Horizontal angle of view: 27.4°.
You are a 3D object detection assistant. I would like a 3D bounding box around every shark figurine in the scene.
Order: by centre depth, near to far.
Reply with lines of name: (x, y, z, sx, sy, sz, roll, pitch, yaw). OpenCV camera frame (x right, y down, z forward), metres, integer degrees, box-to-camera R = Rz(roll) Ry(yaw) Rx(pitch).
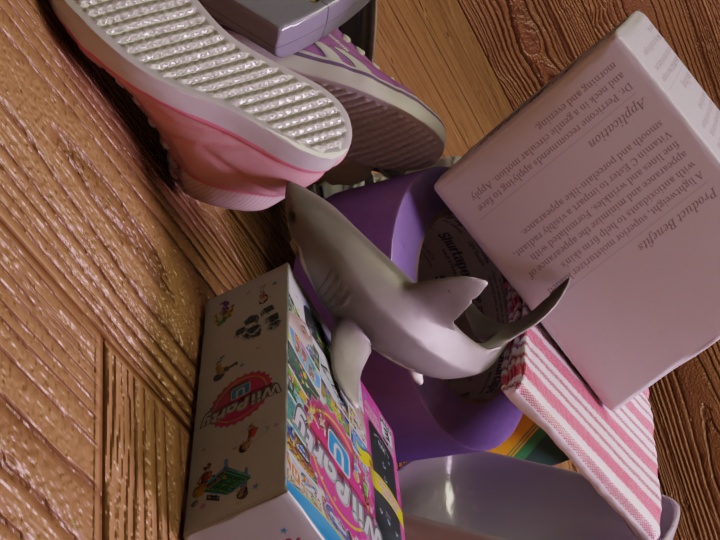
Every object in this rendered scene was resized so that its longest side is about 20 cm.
shark figurine: (0.053, 0.025, 0.887, 0.213, 0.089, 0.129, 24, 44, -39)

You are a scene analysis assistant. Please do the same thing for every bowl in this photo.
bowl: (0.113, 0.191, 1.026, 0.200, 0.197, 0.076, -18, 118, -68)

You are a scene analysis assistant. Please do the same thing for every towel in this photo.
towel: (0.149, 0.086, 1.013, 0.146, 0.030, 0.200, 46, 22, -13)

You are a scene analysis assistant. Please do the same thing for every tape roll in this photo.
tape roll: (0.041, 0.033, 1.056, 0.199, 0.084, 0.203, 27, 57, -51)

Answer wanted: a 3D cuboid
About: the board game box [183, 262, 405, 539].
board game box: (-0.031, 0.115, 0.813, 0.148, 0.064, 0.201, 58, 15, -30)

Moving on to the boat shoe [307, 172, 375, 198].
boat shoe: (0.000, 0.000, 1.138, 0.074, 0.066, 0.202, 47, 23, -55)

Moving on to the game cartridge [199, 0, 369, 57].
game cartridge: (-0.042, -0.232, 1.026, 0.132, 0.042, 0.200, 35, 55, 7)

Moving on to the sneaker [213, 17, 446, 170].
sneaker: (-0.021, -0.154, 1.038, 0.199, 0.073, 0.115, 26, 52, -8)

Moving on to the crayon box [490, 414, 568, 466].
crayon box: (0.090, 0.086, 1.245, 0.202, 0.118, 0.058, 62, 13, -19)

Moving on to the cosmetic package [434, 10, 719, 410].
cosmetic package: (0.186, -0.047, 1.032, 0.201, 0.164, 0.165, 51, 21, -2)

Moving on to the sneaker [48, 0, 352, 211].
sneaker: (-0.111, -0.103, 0.878, 0.199, 0.104, 0.076, 32, 53, -17)

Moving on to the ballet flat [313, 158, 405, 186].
ballet flat: (-0.022, -0.096, 1.142, 0.067, 0.064, 0.199, 37, -16, -26)

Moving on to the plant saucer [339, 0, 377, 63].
plant saucer: (-0.020, -0.189, 1.266, 0.200, 0.029, 0.203, -175, -90, -78)

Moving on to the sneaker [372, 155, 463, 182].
sneaker: (0.030, -0.056, 1.229, 0.200, 0.087, 0.076, 150, -43, -73)
